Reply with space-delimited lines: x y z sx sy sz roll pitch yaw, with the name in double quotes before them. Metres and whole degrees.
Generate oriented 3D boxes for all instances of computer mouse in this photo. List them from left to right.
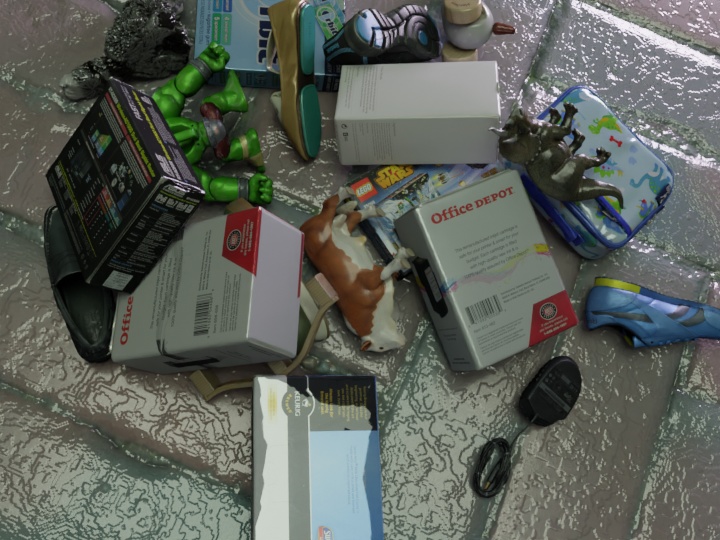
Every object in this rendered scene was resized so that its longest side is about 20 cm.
"computer mouse" 0.196 0.184 0.963 0.059 0.034 0.200 45 75 -9

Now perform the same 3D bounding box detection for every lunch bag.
"lunch bag" 0.294 -0.125 1.050 0.161 0.082 0.200 -40 87 -21

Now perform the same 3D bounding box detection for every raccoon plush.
"raccoon plush" -0.309 -0.320 1.041 0.199 0.097 0.134 -20 66 -14

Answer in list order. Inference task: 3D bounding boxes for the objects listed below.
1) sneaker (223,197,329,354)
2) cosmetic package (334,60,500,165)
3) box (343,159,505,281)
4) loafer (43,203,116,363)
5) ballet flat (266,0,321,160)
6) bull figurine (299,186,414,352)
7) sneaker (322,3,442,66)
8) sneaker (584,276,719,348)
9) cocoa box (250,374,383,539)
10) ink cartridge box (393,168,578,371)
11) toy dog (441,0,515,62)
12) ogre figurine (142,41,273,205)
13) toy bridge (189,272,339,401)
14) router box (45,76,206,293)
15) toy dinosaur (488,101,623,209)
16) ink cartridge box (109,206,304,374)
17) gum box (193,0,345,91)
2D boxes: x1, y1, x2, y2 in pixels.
"sneaker" -0.124 0.016 0.950 0.090 0.067 0.200 -31 84 -20
"cosmetic package" 0.073 -0.197 1.015 0.199 0.085 0.108 2 52 7
"box" 0.094 -0.094 1.040 0.200 0.040 0.137 -29 78 -17
"loafer" -0.320 0.007 0.927 0.068 0.070 0.201 -17 73 -14
"ballet flat" -0.087 -0.241 1.031 0.063 0.069 0.201 4 104 20
"bull figurine" 0.000 0.000 0.960 0.121 0.065 0.200 -46 70 23
"sneaker" 0.033 -0.306 1.072 0.200 0.082 0.073 -13 86 -48
"sneaker" 0.378 0.069 1.014 0.199 0.066 0.079 15 80 -2
"cocoa box" -0.050 0.221 0.855 0.131 0.133 0.201 0 70 -9
"ink cartridge box" 0.148 0.000 0.963 0.145 0.083 0.201 -21 89 -18
"toy dog" 0.158 -0.366 1.102 0.096 0.132 0.201 1 70 3
"ogre figurine" -0.190 -0.168 0.990 0.120 0.098 0.201 -19 111 -12
"toy bridge" -0.102 0.089 0.904 0.200 0.027 0.067 -38 89 14
"router box" -0.267 -0.097 0.900 0.150 0.062 0.200 -49 51 19
"toy dinosaur" 0.234 -0.133 0.968 0.102 0.077 0.200 -48 114 -5
"ink cartridge box" -0.167 0.028 0.880 0.199 0.084 0.145 -10 66 31
"gum box" -0.120 -0.330 1.092 0.199 0.045 0.171 1 71 -7
